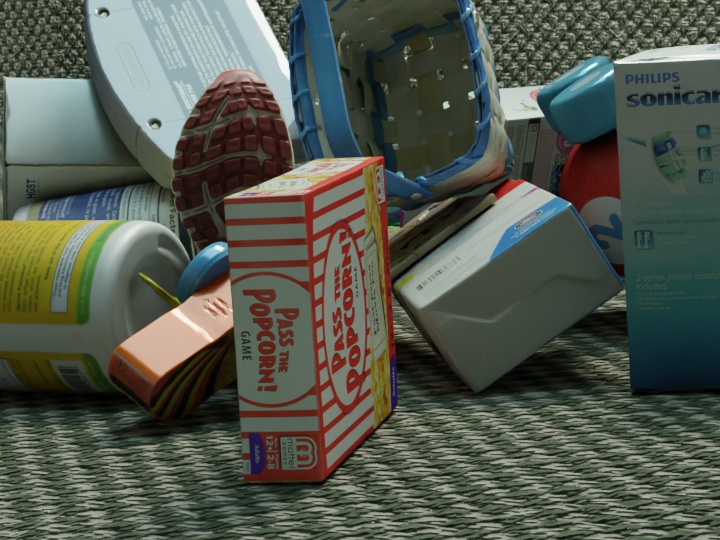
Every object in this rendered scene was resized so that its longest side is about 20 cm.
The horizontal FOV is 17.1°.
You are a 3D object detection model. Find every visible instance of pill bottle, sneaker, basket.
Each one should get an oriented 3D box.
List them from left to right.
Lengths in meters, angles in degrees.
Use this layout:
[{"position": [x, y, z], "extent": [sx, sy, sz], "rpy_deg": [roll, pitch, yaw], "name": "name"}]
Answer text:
[{"position": [-0.216, 0.023, 1.550], "extent": [0.199, 0.112, 0.111], "rpy_deg": [1, 8, 27], "name": "pill bottle"}, {"position": [-0.135, -0.007, 1.673], "extent": [0.199, 0.111, 0.111], "rpy_deg": [-9, 7, 9], "name": "pill bottle"}, {"position": [-0.081, -0.034, 1.538], "extent": [0.078, 0.201, 0.082], "rpy_deg": [1, 24, -1], "name": "sneaker"}, {"position": [0.016, -0.124, 1.585], "extent": [0.139, 0.177, 0.200], "rpy_deg": [-17, -22, 18], "name": "basket"}]

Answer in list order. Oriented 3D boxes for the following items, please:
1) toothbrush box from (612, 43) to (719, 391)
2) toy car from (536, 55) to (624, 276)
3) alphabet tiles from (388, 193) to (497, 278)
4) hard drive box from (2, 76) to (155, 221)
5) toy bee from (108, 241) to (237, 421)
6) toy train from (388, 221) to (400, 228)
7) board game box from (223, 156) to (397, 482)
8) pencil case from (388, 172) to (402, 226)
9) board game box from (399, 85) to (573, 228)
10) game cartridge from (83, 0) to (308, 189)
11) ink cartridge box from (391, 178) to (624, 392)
[{"position": [0.210, -0.036, 1.475], "extent": [0.085, 0.201, 0.146], "rpy_deg": [-1, 9, 15], "name": "toothbrush box"}, {"position": [0.140, -0.020, 1.690], "extent": [0.200, 0.185, 0.177], "rpy_deg": [-32, 8, 3], "name": "toy car"}, {"position": [0.000, 0.000, 1.652], "extent": [0.167, 0.008, 0.200], "rpy_deg": [-37, 9, -11], "name": "alphabet tiles"}, {"position": [-0.162, -0.069, 1.754], "extent": [0.199, 0.077, 0.156], "rpy_deg": [0, -27, -9], "name": "hard drive box"}, {"position": [-0.064, 0.037, 1.462], "extent": [0.199, 0.109, 0.131], "rpy_deg": [-21, 56, -16], "name": "toy bee"}, {"position": [-0.005, -0.019, 1.985], "extent": [0.200, 0.057, 0.042], "rpy_deg": [4, 10, 40], "name": "toy train"}, {"position": [-0.024, 0.022, 1.326], "extent": [0.046, 0.152, 0.200], "rpy_deg": [-2, 8, 13], "name": "board game box"}, {"position": [-0.003, -0.058, 2.169], "extent": [0.199, 0.085, 0.093], "rpy_deg": [-5, 36, -16], "name": "pencil case"}, {"position": [0.133, -0.066, 1.896], "extent": [0.199, 0.148, 0.064], "rpy_deg": [-7, 27, -31], "name": "board game box"}, {"position": [-0.120, -0.140, 1.689], "extent": [0.133, 0.042, 0.200], "rpy_deg": [-15, 51, -15], "name": "game cartridge"}, {"position": [0.086, 0.004, 1.550], "extent": [0.116, 0.067, 0.200], "rpy_deg": [-35, 10, -1], "name": "ink cartridge box"}]
